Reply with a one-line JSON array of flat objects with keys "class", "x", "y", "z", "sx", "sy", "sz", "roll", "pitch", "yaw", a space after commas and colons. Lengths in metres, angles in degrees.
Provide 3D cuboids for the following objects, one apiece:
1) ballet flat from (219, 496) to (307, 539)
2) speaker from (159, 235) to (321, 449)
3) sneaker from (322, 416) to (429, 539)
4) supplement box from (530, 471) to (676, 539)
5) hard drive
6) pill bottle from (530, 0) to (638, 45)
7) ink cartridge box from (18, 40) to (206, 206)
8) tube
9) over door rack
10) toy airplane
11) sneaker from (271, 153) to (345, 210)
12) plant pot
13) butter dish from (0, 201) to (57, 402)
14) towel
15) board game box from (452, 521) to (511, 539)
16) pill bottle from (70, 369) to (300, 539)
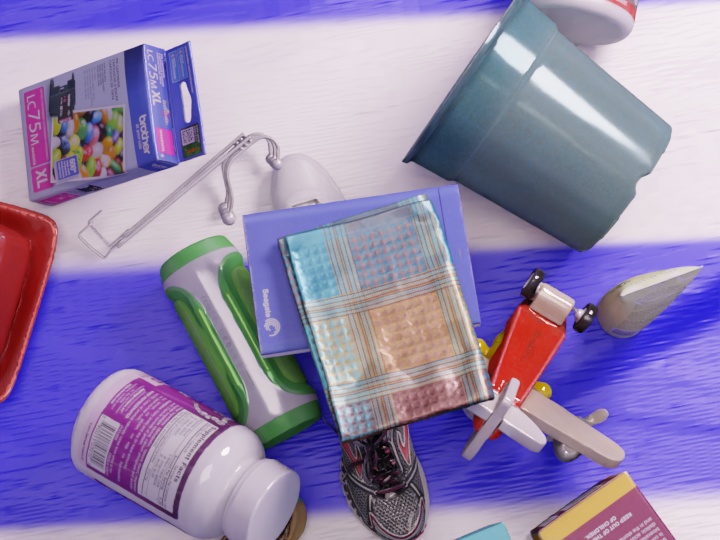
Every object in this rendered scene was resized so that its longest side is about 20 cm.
[{"class": "ballet flat", "x": -0.129, "y": 0.284, "z": 1.530, "sx": 0.069, "sy": 0.063, "sz": 0.200, "roll": 40, "pitch": 83, "yaw": 6}, {"class": "speaker", "x": -0.115, "y": 0.069, "z": 1.558, "sx": 0.088, "sy": 0.088, "sz": 0.200, "roll": -28, "pitch": 80, "yaw": -4}, {"class": "sneaker", "x": 0.010, "y": 0.165, "z": 1.535, "sx": 0.081, "sy": 0.075, "sz": 0.200, "roll": -19, "pitch": 93, "yaw": -3}, {"class": "supplement box", "x": 0.254, "y": 0.293, "z": 1.488, "sx": 0.103, "sy": 0.131, "sz": 0.200, "roll": -35, "pitch": 80, "yaw": -4}, {"class": "hard drive", "x": 0.000, "y": 0.000, "z": 1.481, "sx": 0.200, "sy": 0.025, "sz": 0.132, "roll": -8, "pitch": 77, "yaw": -1}, {"class": "pill bottle", "x": 0.230, "y": -0.334, "z": 1.612, "sx": 0.116, "sy": 0.116, "sz": 0.200, "roll": 11, "pitch": 80, "yaw": 3}, {"class": "ink cartridge box", "x": -0.244, "y": -0.144, "z": 1.576, "sx": 0.200, "sy": 0.042, "sz": 0.119, "roll": -14, "pitch": 78, "yaw": 29}, {"class": "tube", "x": 0.260, "y": 0.024, "z": 1.502, "sx": 0.052, "sy": 0.200, "sz": 0.058, "roll": 28, "pitch": 82, "yaw": 4}, {"class": "over door rack", "x": -0.164, "y": -0.064, "z": 1.548, "sx": 0.200, "sy": 0.148, "sz": 0.067, "roll": -29, "pitch": 98, "yaw": -3}, {"class": "toy airplane", "x": 0.134, "y": 0.108, "z": 1.519, "sx": 0.199, "sy": 0.141, "sz": 0.200, "roll": -4, "pitch": 59, "yaw": -29}, {"class": "sneaker", "x": -0.040, "y": -0.031, "z": 1.561, "sx": 0.074, "sy": 0.116, "sz": 0.200, "roll": -19, "pitch": 78, "yaw": -1}, {"class": "plant pot", "x": 0.174, "y": -0.130, "z": 1.546, "sx": 0.196, "sy": 0.200, "sz": 0.200, "roll": 36, "pitch": 82, "yaw": -1}, {"class": "butter dish", "x": -0.413, "y": 0.010, "z": 1.543, "sx": 0.200, "sy": 0.148, "sz": 0.200, "roll": 14, "pitch": 81, "yaw": 3}, {"class": "towel", "x": 0.022, "y": 0.040, "z": 1.438, "sx": 0.147, "sy": 0.022, "sz": 0.200, "roll": -17, "pitch": 72, "yaw": -3}, {"class": "board game box", "x": 0.042, "y": 0.288, "z": 1.481, "sx": 0.200, "sy": 0.151, "sz": 0.047, "roll": -22, "pitch": 80, "yaw": -3}, {"class": "pill bottle", "x": -0.159, "y": 0.178, "z": 1.500, "sx": 0.200, "sy": 0.112, "sz": 0.112, "roll": 26, "pitch": 81, "yaw": 23}]
